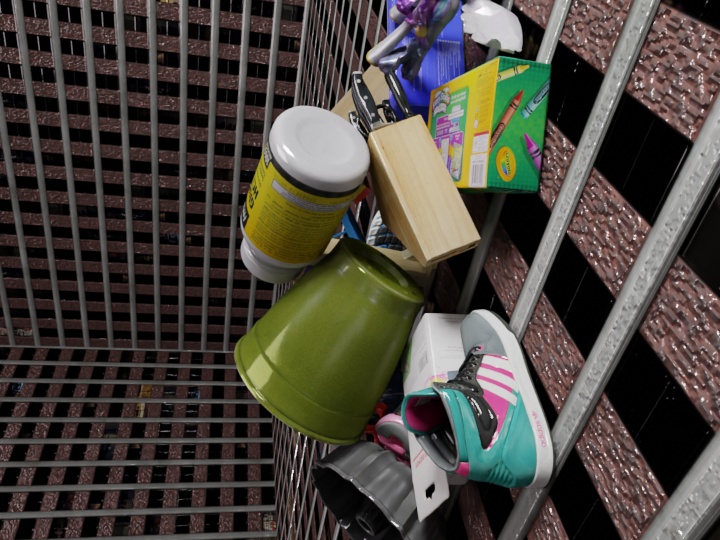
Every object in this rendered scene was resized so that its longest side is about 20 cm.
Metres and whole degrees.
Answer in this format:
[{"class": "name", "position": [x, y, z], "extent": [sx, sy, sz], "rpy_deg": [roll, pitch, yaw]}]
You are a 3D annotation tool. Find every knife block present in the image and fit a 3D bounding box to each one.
[{"class": "knife block", "position": [0.047, -0.122, 0.676], "extent": [0.200, 0.063, 0.178], "rpy_deg": [-125, 16, -59]}]

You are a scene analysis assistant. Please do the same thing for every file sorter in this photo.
[{"class": "file sorter", "position": [-0.057, -0.048, 1.139], "extent": [0.140, 0.121, 0.202], "rpy_deg": [-107, -8, -55]}]

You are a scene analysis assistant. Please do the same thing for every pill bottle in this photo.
[{"class": "pill bottle", "position": [-0.074, -0.077, 0.720], "extent": [0.201, 0.111, 0.114], "rpy_deg": [123, 150, -45]}]

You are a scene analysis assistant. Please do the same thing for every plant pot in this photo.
[{"class": "plant pot", "position": [-0.023, 0.072, 0.778], "extent": [0.194, 0.199, 0.201], "rpy_deg": [-54, 23, 15]}]

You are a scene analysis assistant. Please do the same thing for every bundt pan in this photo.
[{"class": "bundt pan", "position": [0.030, 0.297, 0.795], "extent": [0.201, 0.075, 0.204], "rpy_deg": [35, 146, 28]}]

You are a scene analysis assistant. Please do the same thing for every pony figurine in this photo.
[{"class": "pony figurine", "position": [0.089, -0.294, 0.673], "extent": [0.199, 0.166, 0.195], "rpy_deg": [-35, 25, 49]}]

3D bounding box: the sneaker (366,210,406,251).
[{"class": "sneaker", "position": [0.038, -0.028, 1.023], "extent": [0.087, 0.074, 0.203], "rpy_deg": [-98, 16, -60]}]

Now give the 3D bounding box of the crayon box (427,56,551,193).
[{"class": "crayon box", "position": [0.126, -0.145, 0.672], "extent": [0.200, 0.057, 0.121], "rpy_deg": [-150, 64, -76]}]

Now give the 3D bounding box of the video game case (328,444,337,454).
[{"class": "video game case", "position": [-0.008, 0.223, 1.037], "extent": [0.201, 0.023, 0.184], "rpy_deg": [-60, -20, -50]}]

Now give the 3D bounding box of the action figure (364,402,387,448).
[{"class": "action figure", "position": [0.008, 0.283, 0.945], "extent": [0.066, 0.097, 0.203], "rpy_deg": [-59, -36, -47]}]

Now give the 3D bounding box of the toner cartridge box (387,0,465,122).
[{"class": "toner cartridge box", "position": [0.084, -0.294, 0.814], "extent": [0.043, 0.093, 0.204], "rpy_deg": [127, 144, -71]}]

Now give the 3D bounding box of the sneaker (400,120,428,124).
[{"class": "sneaker", "position": [0.069, -0.185, 0.890], "extent": [0.129, 0.078, 0.203], "rpy_deg": [177, 86, -69]}]

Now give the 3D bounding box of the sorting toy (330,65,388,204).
[{"class": "sorting toy", "position": [0.004, -0.220, 1.047], "extent": [0.200, 0.069, 0.200], "rpy_deg": [-43, 36, 23]}]

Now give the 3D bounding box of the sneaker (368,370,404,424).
[{"class": "sneaker", "position": [0.033, 0.184, 0.972], "extent": [0.201, 0.076, 0.087], "rpy_deg": [110, 166, -60]}]

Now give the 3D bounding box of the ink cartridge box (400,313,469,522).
[{"class": "ink cartridge box", "position": [0.098, 0.164, 0.701], "extent": [0.118, 0.066, 0.203], "rpy_deg": [110, 160, -55]}]

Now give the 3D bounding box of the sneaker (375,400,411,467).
[{"class": "sneaker", "position": [0.071, 0.230, 0.843], "extent": [0.096, 0.078, 0.202], "rpy_deg": [-52, -24, -35]}]

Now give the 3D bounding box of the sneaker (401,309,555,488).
[{"class": "sneaker", "position": [0.096, 0.116, 0.604], "extent": [0.202, 0.118, 0.085], "rpy_deg": [-102, 19, -50]}]

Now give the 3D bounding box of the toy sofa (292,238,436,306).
[{"class": "toy sofa", "position": [0.000, 0.000, 0.885], "extent": [0.083, 0.196, 0.099], "rpy_deg": [-105, 29, -58]}]
